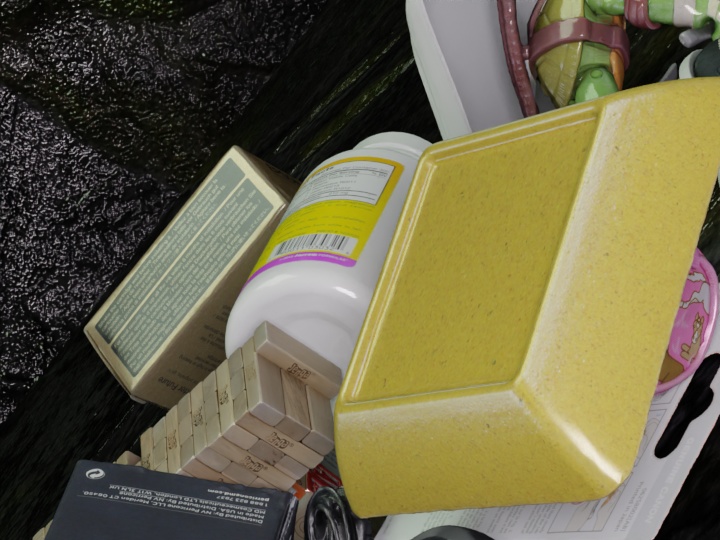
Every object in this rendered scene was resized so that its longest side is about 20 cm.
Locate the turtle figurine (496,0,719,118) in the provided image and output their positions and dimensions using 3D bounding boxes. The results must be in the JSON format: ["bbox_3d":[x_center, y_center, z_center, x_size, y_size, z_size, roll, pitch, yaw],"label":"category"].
[{"bbox_3d":[0.166,-0.093,1.412,0.143,0.200,0.195,-9,60,41],"label":"turtle figurine"}]

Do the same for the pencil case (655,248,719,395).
[{"bbox_3d":[0.091,0.007,1.202,0.082,0.087,0.200,-17,16,-23],"label":"pencil case"}]

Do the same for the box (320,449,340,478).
[{"bbox_3d":[0.004,0.059,1.495,0.101,0.112,0.200,-45,12,33],"label":"box"}]

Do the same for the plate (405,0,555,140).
[{"bbox_3d":[0.084,-0.112,1.458,0.032,0.201,0.200,-10,24,27],"label":"plate"}]

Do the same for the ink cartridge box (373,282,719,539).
[{"bbox_3d":[0.113,0.082,1.201,0.199,0.057,0.163,-4,46,48],"label":"ink cartridge box"}]

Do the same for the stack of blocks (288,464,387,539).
[{"bbox_3d":[-0.069,0.199,1.350,0.200,0.115,0.059,-51,11,11],"label":"stack of blocks"}]

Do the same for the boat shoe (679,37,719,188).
[{"bbox_3d":[0.205,-0.072,1.202,0.060,0.075,0.200,-49,23,20],"label":"boat shoe"}]

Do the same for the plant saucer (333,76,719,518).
[{"bbox_3d":[0.064,0.006,1.113,0.199,0.048,0.201,-12,54,54],"label":"plant saucer"}]

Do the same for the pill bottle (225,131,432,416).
[{"bbox_3d":[0.000,0.000,1.365,0.104,0.104,0.200,-45,9,31],"label":"pill bottle"}]

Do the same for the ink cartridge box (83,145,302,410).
[{"bbox_3d":[-0.061,0.027,1.658,0.165,0.200,0.075,-49,54,9],"label":"ink cartridge box"}]

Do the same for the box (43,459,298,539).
[{"bbox_3d":[-0.110,0.230,1.194,0.199,0.122,0.201,-77,-5,-64],"label":"box"}]

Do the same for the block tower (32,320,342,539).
[{"bbox_3d":[-0.093,0.115,1.284,0.200,0.054,0.058,-44,31,23],"label":"block tower"}]

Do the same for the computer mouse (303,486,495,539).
[{"bbox_3d":[0.030,0.164,1.152,0.200,0.052,0.140,-18,65,63],"label":"computer mouse"}]
